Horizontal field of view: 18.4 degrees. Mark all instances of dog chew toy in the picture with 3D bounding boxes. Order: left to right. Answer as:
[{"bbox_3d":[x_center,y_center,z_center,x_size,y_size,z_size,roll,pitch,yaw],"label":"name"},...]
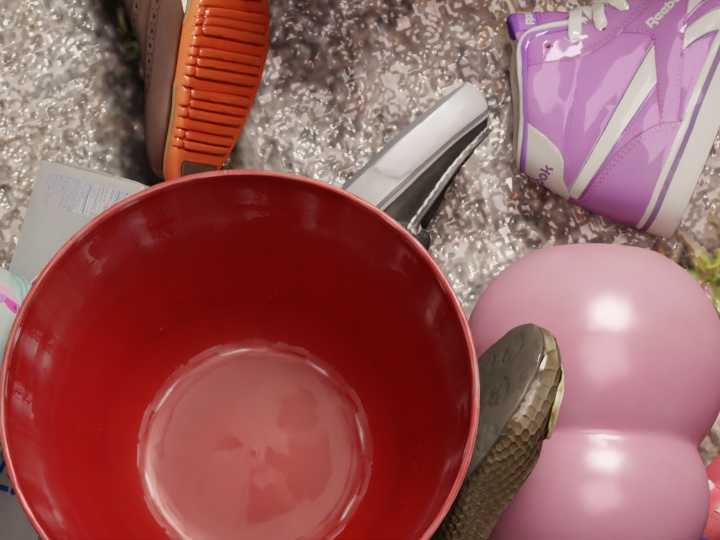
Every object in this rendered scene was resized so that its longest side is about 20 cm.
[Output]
[{"bbox_3d":[0.106,0.092,1.022,0.124,0.125,0.201,3,77,-3],"label":"dog chew toy"}]

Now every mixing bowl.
[{"bbox_3d":[-0.050,0.068,0.968,0.199,0.108,0.201,0,70,1],"label":"mixing bowl"}]

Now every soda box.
[{"bbox_3d":[-0.135,0.056,1.039,0.063,0.068,0.201,14,84,30],"label":"soda box"}]

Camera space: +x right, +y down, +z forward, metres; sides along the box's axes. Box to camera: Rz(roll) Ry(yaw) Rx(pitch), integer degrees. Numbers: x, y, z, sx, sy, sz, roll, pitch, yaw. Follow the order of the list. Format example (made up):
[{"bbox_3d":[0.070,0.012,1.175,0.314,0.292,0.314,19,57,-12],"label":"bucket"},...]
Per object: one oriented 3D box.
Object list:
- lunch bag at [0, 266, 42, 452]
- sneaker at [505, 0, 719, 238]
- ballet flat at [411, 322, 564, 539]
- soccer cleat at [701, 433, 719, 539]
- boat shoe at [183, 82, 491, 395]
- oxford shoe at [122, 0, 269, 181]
[{"bbox_3d":[-0.220,0.083,0.994,0.077,0.160,0.200,23,82,-35],"label":"lunch bag"},{"bbox_3d":[0.135,-0.128,1.073,0.114,0.073,0.201,22,85,2],"label":"sneaker"},{"bbox_3d":[0.044,0.112,0.982,0.046,0.067,0.200,22,111,-14],"label":"ballet flat"},{"bbox_3d":[0.238,0.086,1.069,0.200,0.067,0.077,-34,95,-6],"label":"soccer cleat"},{"bbox_3d":[0.000,0.000,1.060,0.066,0.070,0.200,44,86,-5],"label":"boat shoe"},{"bbox_3d":[-0.088,-0.138,1.074,0.072,0.071,0.201,5,88,25],"label":"oxford shoe"}]
